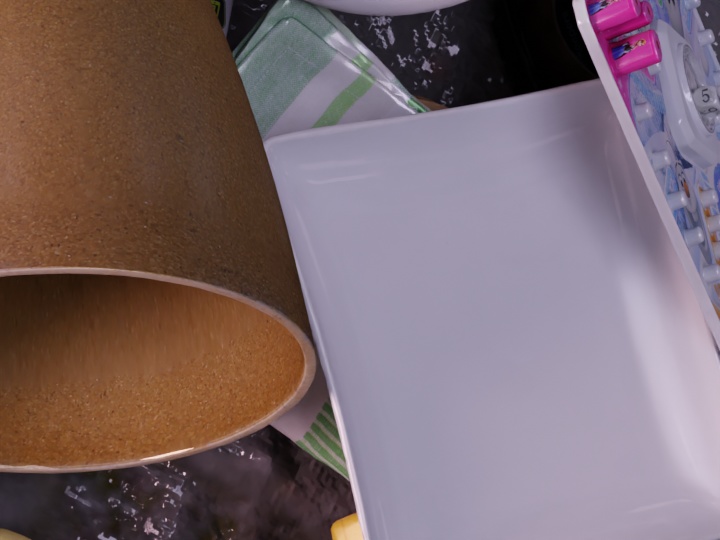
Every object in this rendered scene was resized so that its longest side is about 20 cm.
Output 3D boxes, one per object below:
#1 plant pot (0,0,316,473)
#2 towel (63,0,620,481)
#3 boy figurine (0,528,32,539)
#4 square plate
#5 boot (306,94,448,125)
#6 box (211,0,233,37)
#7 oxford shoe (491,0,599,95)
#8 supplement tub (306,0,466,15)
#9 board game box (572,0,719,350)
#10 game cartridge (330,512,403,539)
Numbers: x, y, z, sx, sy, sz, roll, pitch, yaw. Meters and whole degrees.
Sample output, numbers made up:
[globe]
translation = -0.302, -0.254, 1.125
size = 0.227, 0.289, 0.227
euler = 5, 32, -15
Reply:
[plant pot]
translation = -0.116, -0.051, 0.802
size = 0.185, 0.186, 0.201
euler = 7, 63, -26
[towel]
translation = 0.000, 0.000, 0.912
size = 0.200, 0.023, 0.153
euler = 37, 90, -21
[boy figurine]
translation = -0.157, 0.150, 0.865
size = 0.124, 0.064, 0.201
euler = -18, 98, -20
[square plate]
translation = 0.061, 0.030, 0.875
size = 0.199, 0.028, 0.199
euler = -12, 85, -34
[boot]
translation = 0.024, 0.002, 0.962
size = 0.199, 0.074, 0.156
euler = 5, 92, -21
[box]
translation = -0.124, -0.032, 0.906
size = 0.109, 0.035, 0.201
euler = 13, 82, -25
[oxford shoe]
translation = 0.084, -0.166, 0.992
size = 0.072, 0.084, 0.201
euler = -32, 100, -23
[supplement tub]
translation = 0.008, -0.220, 0.884
size = 0.144, 0.145, 0.201
euler = 13, 48, -25
[board game box]
translation = 0.148, -0.080, 0.959
size = 0.201, 0.026, 0.200
euler = 62, 24, -27
[game cartridge]
translation = 0.066, 0.187, 0.910
size = 0.200, 0.032, 0.177
euler = 12, 58, -58
